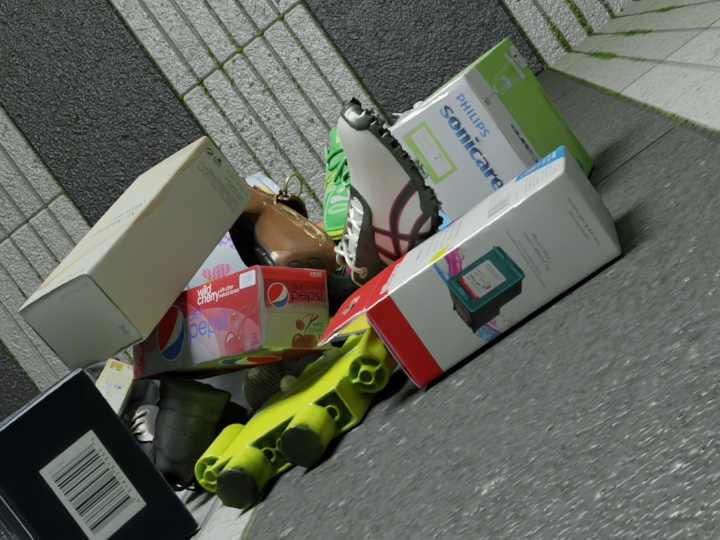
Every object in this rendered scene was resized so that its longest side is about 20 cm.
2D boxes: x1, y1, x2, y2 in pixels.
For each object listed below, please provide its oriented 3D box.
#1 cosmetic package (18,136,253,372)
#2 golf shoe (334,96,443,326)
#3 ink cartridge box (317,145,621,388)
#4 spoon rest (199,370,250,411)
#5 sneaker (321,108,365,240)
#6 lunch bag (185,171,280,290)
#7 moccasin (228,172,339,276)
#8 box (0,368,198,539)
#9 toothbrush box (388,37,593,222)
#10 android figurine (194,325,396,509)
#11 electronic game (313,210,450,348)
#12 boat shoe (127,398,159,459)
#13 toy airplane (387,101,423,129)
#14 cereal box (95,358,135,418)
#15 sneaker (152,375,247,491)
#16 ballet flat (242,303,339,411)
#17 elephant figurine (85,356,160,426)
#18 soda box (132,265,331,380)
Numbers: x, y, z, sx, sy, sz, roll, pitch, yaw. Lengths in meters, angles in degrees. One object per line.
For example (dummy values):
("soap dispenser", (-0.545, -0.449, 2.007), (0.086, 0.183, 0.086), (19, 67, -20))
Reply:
("cosmetic package", (-0.182, -0.016, 1.001), (0.103, 0.073, 0.201), (-25, 22, 37))
("golf shoe", (0.018, -0.032, 0.896), (0.087, 0.201, 0.077), (-30, 36, -5))
("ink cartridge box", (0.074, 0.005, 0.816), (0.199, 0.068, 0.116), (-35, 6, 16))
("spoon rest", (-0.138, 0.094, 1.142), (0.099, 0.061, 0.201), (-25, -32, -30))
("sneaker", (-0.008, -0.089, 1.101), (0.073, 0.084, 0.201), (-14, 27, 5))
("lunch bag", (-0.122, 0.012, 1.335), (0.169, 0.201, 0.127), (-40, 7, -25))
("moccasin", (-0.074, -0.040, 1.082), (0.077, 0.074, 0.201), (-25, 24, -15))
("box", (-0.240, 0.183, 0.924), (0.107, 0.149, 0.200), (-40, 6, -34))
("toothbrush box", (0.120, -0.106, 1.049), (0.086, 0.146, 0.200), (-34, 7, 24))
("android figurine", (-0.041, 0.103, 0.903), (0.181, 0.041, 0.200), (-35, 7, 23))
("electronic game", (0.000, 0.000, 1.071), (0.198, 0.042, 0.201), (-15, 35, 11))
("boat shoe", (-0.214, 0.177, 1.209), (0.074, 0.074, 0.200), (-35, 6, 18))
("toy airplane", (0.066, -0.103, 1.370), (0.198, 0.141, 0.201), (-19, -33, -48))
("cereal box", (-0.274, 0.190, 1.191), (0.200, 0.039, 0.145), (-89, 21, -73))
("sneaker", (-0.148, 0.146, 1.038), (0.200, 0.075, 0.092), (76, -153, -77))
("ballet flat", (-0.050, 0.048, 1.125), (0.075, 0.068, 0.201), (-24, 33, 38))
("elephant figurine", (-0.302, 0.202, 1.360), (0.202, 0.154, 0.142), (-65, -23, -15))
("soda box", (-0.108, 0.046, 0.968), (0.069, 0.064, 0.199), (4, -13, -39))
